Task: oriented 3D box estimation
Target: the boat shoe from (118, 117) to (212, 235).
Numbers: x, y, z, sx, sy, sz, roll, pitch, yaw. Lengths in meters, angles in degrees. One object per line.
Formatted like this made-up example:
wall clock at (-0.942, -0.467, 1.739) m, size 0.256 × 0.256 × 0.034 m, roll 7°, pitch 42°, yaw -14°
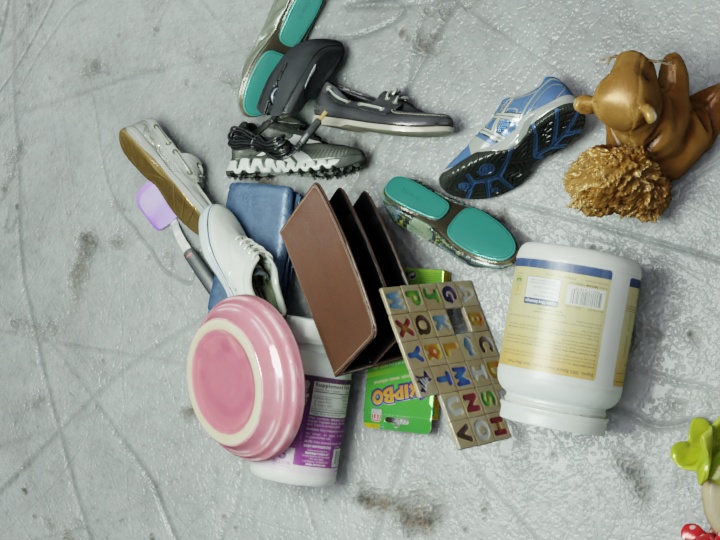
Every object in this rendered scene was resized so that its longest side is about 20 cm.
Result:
boat shoe at (-0.239, -0.129, 1.819) m, size 0.069 × 0.071 × 0.200 m, roll -36°, pitch 79°, yaw -27°

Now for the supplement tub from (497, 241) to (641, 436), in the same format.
supplement tub at (0.233, 0.077, 1.535) m, size 0.143 × 0.144 × 0.202 m, roll 10°, pitch 88°, yaw 25°

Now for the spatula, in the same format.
spatula at (-0.239, -0.038, 1.835) m, size 0.056 × 0.021 × 0.201 m, roll -38°, pitch 71°, yaw 13°

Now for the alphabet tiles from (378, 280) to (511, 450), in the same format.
alphabet tiles at (0.110, 0.108, 1.581) m, size 0.008 × 0.166 × 0.202 m, roll -32°, pitch 72°, yaw 39°

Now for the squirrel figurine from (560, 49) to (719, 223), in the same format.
squirrel figurine at (0.305, -0.148, 1.501) m, size 0.141 × 0.186 × 0.202 m, roll 18°, pitch 93°, yaw 25°

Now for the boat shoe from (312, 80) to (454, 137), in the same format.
boat shoe at (0.028, -0.203, 1.700) m, size 0.198 × 0.072 × 0.063 m, roll 9°, pitch 92°, yaw 30°

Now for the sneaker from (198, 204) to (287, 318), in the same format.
sneaker at (-0.139, -0.006, 1.694) m, size 0.071 × 0.073 × 0.201 m, roll -41°, pitch 64°, yaw 34°

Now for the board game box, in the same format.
board game box at (0.057, 0.098, 1.680) m, size 0.095 × 0.030 × 0.202 m, roll 3°, pitch 83°, yaw 27°

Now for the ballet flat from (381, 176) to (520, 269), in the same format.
ballet flat at (0.112, -0.049, 1.652) m, size 0.199 × 0.074 × 0.075 m, roll 35°, pitch 100°, yaw 28°

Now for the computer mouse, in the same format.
computer mouse at (-0.080, -0.225, 1.707) m, size 0.200 × 0.046 × 0.140 m, roll -49°, pitch 40°, yaw -14°

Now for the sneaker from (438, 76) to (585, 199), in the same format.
sneaker at (0.179, -0.156, 1.635) m, size 0.199 × 0.076 × 0.077 m, roll -32°, pitch 46°, yaw 21°

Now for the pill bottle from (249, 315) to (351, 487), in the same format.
pill bottle at (-0.071, 0.160, 1.687) m, size 0.111 × 0.112 × 0.202 m, roll 7°, pitch 88°, yaw 25°

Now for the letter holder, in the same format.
letter holder at (0.000, 0.000, 1.615) m, size 0.201 × 0.100 × 0.142 m, roll 68°, pitch 152°, yaw 18°

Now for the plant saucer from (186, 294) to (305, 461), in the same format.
plant saucer at (-0.146, 0.131, 1.627) m, size 0.200 × 0.051 × 0.203 m, roll 8°, pitch 100°, yaw 48°

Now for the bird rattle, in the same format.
bird rattle at (0.417, 0.252, 1.462) m, size 0.161 × 0.113 × 0.202 m, roll -7°, pitch 84°, yaw 8°

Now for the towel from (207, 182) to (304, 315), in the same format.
towel at (-0.137, -0.013, 1.771) m, size 0.111 × 0.048 × 0.202 m, roll 9°, pitch 89°, yaw 26°

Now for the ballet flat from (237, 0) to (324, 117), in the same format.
ballet flat at (-0.111, -0.297, 1.789) m, size 0.064 × 0.067 × 0.201 m, roll 37°, pitch 101°, yaw 51°

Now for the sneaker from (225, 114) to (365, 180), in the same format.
sneaker at (-0.085, -0.164, 1.751) m, size 0.198 × 0.066 × 0.091 m, roll 1°, pitch 87°, yaw 27°
